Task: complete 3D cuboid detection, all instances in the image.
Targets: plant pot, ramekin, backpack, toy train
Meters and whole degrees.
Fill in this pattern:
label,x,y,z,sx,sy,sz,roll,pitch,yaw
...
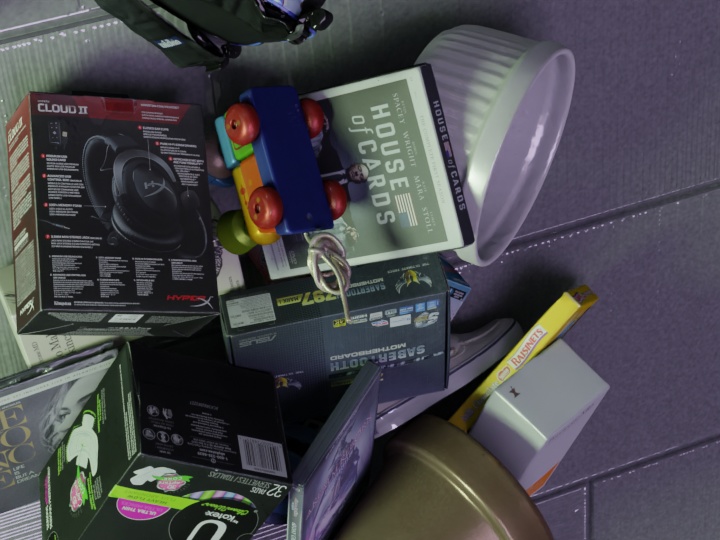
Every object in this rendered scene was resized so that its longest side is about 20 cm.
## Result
label,x,y,z,sx,sy,sz,roll,pitch,yaw
plant pot,0.056,0.262,1.589,0.174,0.200,0.201,-38,130,-21
ramekin,0.096,-0.115,1.455,0.200,0.105,0.200,-56,161,-31
backpack,-0.120,-0.252,1.268,0.190,0.200,0.155,21,78,-26
toy train,-0.074,-0.039,1.382,0.084,0.116,0.201,-9,80,-41

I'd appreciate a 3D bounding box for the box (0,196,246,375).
label,x,y,z,sx,sy,sz,roll,pitch,yaw
box,-0.204,0.012,1.456,0.200,0.068,0.082,-23,134,-12

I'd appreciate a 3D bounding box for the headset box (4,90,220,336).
label,x,y,z,sx,sy,sz,roll,pitch,yaw
headset box,-0.200,-0.052,1.363,0.148,0.201,0.077,1,162,-27

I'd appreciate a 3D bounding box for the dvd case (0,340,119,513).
label,x,y,z,sx,sy,sz,roll,pitch,yaw
dvd case,-0.275,0.143,1.496,0.148,0.016,0.200,-19,147,-14

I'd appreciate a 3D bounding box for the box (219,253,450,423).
label,x,y,z,sx,sy,sz,roll,pitch,yaw
box,-0.021,0.066,1.517,0.199,0.051,0.158,-10,144,-7

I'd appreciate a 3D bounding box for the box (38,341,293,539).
label,x,y,z,sx,sy,sz,roll,pitch,yaw
box,-0.172,0.182,1.468,0.148,0.125,0.200,16,131,-28

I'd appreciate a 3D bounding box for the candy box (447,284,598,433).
label,x,y,z,sx,sy,sz,roll,pitch,yaw
candy box,0.152,0.096,1.666,0.200,0.026,0.102,-49,167,15

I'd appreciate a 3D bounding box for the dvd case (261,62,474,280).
label,x,y,z,sx,sy,sz,roll,pitch,yaw
dvd case,-0.011,-0.078,1.406,0.025,0.200,0.151,-25,102,-54

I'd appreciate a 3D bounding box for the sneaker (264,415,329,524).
label,x,y,z,sx,sy,sz,roll,pitch,yaw
sneaker,-0.063,0.180,1.596,0.200,0.074,0.082,-21,133,-61

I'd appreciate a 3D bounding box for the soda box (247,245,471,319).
label,x,y,z,sx,sy,sz,roll,pitch,yaw
soda box,0.000,0.000,1.555,0.200,0.064,0.068,20,110,-35

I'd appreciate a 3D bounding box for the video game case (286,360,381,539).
label,x,y,z,sx,sy,sz,roll,pitch,yaw
video game case,-0.026,0.191,1.535,0.143,0.019,0.200,-55,163,-34

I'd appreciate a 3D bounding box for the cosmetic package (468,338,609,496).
label,x,y,z,sx,sy,sz,roll,pitch,yaw
cosmetic package,0.157,0.165,1.662,0.101,0.071,0.200,-34,160,-33

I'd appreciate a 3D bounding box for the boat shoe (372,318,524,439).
label,x,y,z,sx,sy,sz,roll,pitch,yaw
boat shoe,0.070,0.085,1.638,0.200,0.071,0.070,-31,91,-24
